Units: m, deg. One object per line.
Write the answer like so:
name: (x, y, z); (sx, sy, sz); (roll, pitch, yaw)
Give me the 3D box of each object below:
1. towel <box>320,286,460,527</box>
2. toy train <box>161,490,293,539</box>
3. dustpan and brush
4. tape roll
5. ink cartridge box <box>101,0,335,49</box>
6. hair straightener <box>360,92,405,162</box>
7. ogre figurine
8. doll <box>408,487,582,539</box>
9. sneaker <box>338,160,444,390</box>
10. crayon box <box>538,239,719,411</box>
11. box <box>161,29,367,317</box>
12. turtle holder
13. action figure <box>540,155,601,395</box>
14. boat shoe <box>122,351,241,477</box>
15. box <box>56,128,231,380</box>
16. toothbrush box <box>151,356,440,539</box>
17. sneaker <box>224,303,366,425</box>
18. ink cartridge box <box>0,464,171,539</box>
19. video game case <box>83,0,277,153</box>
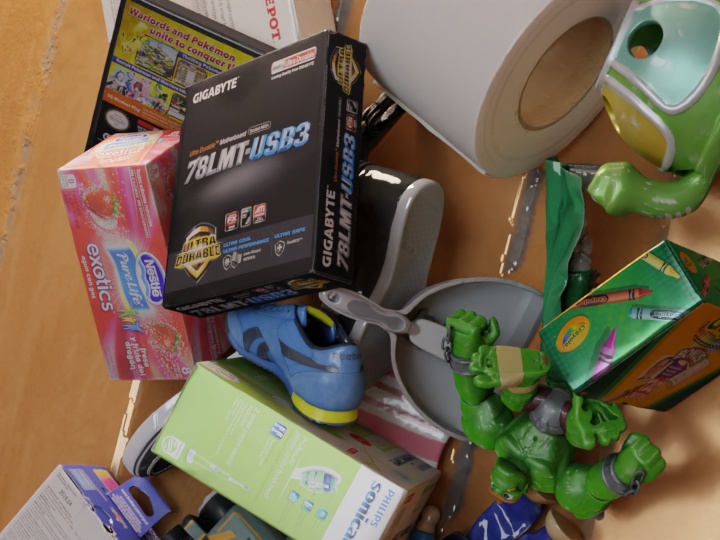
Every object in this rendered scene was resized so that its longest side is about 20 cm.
towel: (0.016, 0.105, 1.664); (0.145, 0.030, 0.201); (23, 95, 13)
toy train: (-0.088, 0.276, 1.685); (0.114, 0.085, 0.200); (-47, 62, 2)
dustpan and brush: (0.050, 0.050, 1.577); (0.140, 0.199, 0.057); (-64, 17, 6)
tape roll: (0.117, -0.195, 1.565); (0.139, 0.202, 0.203); (41, 103, 27)
ink cartridge box: (-0.128, -0.229, 1.770); (0.199, 0.084, 0.147); (-17, 76, 26)
hair straightener: (0.009, -0.112, 1.661); (0.041, 0.077, 0.200); (44, 77, 7)
ogre figurine: (0.145, 0.125, 1.530); (0.199, 0.120, 0.098); (19, 49, 12)
doll: (0.083, 0.248, 1.608); (0.200, 0.048, 0.137); (-40, 56, 16)
sneaker: (0.000, 0.000, 1.625); (0.099, 0.070, 0.201); (32, 115, 36)
crayon box: (0.229, 0.045, 1.469); (0.119, 0.200, 0.059); (-38, 67, 19)
box: (-0.079, -0.074, 1.579); (0.199, 0.049, 0.200); (-13, 69, 48)
turtle holder: (0.248, -0.133, 1.513); (0.131, 0.141, 0.187); (24, 110, 4)
action figure: (0.170, 0.016, 1.574); (0.054, 0.118, 0.202); (4, 102, 0)
boat shoe: (-0.123, 0.134, 1.729); (0.199, 0.072, 0.068); (-37, 68, 10)
box: (-0.181, -0.014, 1.714); (0.094, 0.103, 0.202); (-2, 110, 26)
toothbrush box: (-0.050, 0.156, 1.590); (0.199, 0.146, 0.087); (31, 97, 12)
sneaker: (-0.050, 0.052, 1.600); (0.200, 0.065, 0.079); (39, 125, 55)
ink cartridge box: (-0.257, 0.271, 1.777); (0.200, 0.076, 0.137); (-49, 65, 16)
video game case: (-0.140, -0.130, 1.721); (0.199, 0.025, 0.182); (25, 119, 13)
